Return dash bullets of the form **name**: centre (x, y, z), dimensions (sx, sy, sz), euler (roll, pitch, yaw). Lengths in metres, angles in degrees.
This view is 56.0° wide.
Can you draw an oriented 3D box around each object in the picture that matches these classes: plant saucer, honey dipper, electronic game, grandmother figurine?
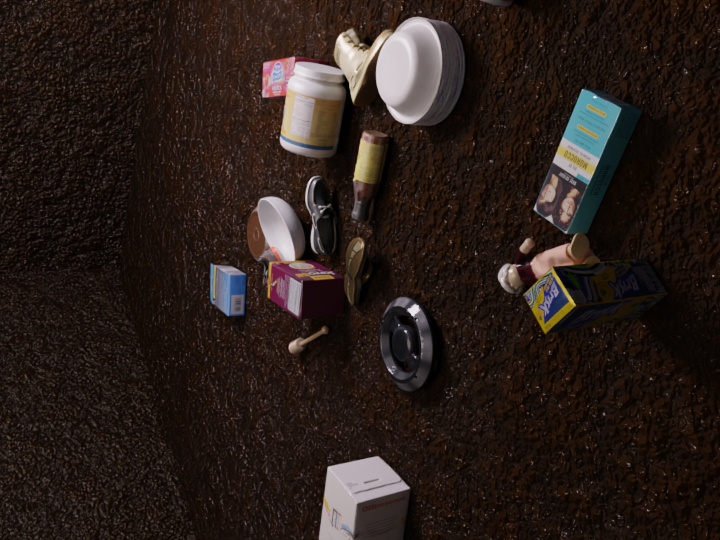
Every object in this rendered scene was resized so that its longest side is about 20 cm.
- **plant saucer**: centre (-0.309, -0.111, 2.095), dimensions (0.200, 0.036, 0.203), euler (7, 98, 58)
- **honey dipper**: centre (-0.139, 0.187, 1.848), dimensions (0.200, 0.038, 0.038), euler (-35, 63, 53)
- **electronic game**: centre (0.098, 0.157, 1.451), dimensions (0.199, 0.041, 0.202), euler (6, 97, 59)
- **grandmother figurine**: centre (0.296, 0.001, 1.095), dimensions (0.200, 0.060, 0.122), euler (-18, 96, 62)

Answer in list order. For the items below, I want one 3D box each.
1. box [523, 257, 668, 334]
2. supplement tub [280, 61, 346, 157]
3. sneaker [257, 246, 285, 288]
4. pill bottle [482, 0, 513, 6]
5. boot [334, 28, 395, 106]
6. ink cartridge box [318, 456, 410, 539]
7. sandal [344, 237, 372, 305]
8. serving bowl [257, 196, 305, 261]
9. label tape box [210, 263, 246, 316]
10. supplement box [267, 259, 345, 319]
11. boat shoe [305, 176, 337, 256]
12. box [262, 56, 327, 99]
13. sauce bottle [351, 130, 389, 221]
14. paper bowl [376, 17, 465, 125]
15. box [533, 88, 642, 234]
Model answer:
- **box**: centre (0.322, 0.033, 0.922), dimensions (0.070, 0.198, 0.065), euler (-56, 48, 44)
- **supplement tub**: centre (-0.113, -0.389, 1.642), dimensions (0.145, 0.144, 0.202), euler (41, 127, 49)
- **sneaker**: centre (-0.235, 0.036, 1.905), dimensions (0.077, 0.082, 0.201), euler (-1, 114, 62)
- **pill bottle**: centre (0.233, -0.546, 1.093), dimensions (0.112, 0.111, 0.201), euler (54, 137, 41)
- **boot**: centre (0.011, -0.488, 1.500), dimensions (0.156, 0.072, 0.200), euler (67, 149, 24)
- **ink cartridge box**: centre (0.007, 0.556, 1.540), dimensions (0.144, 0.146, 0.202), euler (31, 118, 53)
- **sandal**: centre (0.000, 0.000, 1.594), dimensions (0.201, 0.054, 0.081), euler (96, 156, -43)
- **serving bowl**: centre (-0.208, -0.117, 1.876), dimensions (0.200, 0.065, 0.201), euler (44, 150, 34)
- **label tape box**: centre (-0.459, 0.062, 2.333), dimensions (0.200, 0.066, 0.145), euler (23, 112, 58)
- **supplement box**: centre (-0.143, 0.045, 1.750), dimensions (0.200, 0.130, 0.104), euler (25, 114, 54)
- **boat shoe**: centre (-0.091, -0.136, 1.708), dimensions (0.060, 0.075, 0.202), euler (18, 120, 57)
- **box**: centre (-0.174, -0.500, 1.775), dimensions (0.199, 0.099, 0.096), euler (19, 110, 57)
- **sauce bottle**: centre (0.016, -0.212, 1.526), dimensions (0.066, 0.066, 0.202), euler (41, 125, 49)
- **paper bowl**: centre (0.106, -0.389, 1.327), dimensions (0.200, 0.104, 0.203), euler (7, 99, 57)
- **box**: centre (0.338, -0.162, 1.021), dimensions (0.082, 0.049, 0.201), euler (48, 132, 45)
